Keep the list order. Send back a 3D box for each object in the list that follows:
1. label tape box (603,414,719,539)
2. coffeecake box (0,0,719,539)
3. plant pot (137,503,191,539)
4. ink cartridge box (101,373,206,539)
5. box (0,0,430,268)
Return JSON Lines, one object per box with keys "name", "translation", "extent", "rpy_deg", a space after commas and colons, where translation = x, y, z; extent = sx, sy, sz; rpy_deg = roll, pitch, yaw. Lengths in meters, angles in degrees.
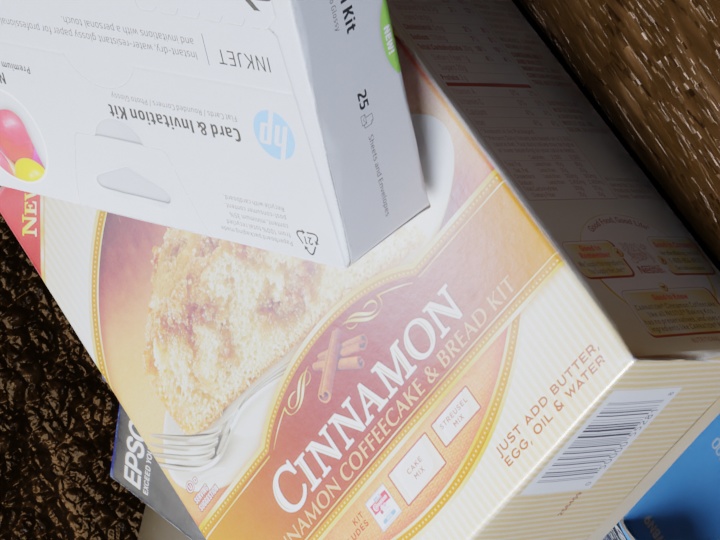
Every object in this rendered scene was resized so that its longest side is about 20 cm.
{"name": "label tape box", "translation": [0.117, 0.093, 0.952], "extent": [0.145, 0.063, 0.200], "rpy_deg": [59, 177, -24]}
{"name": "coffeecake box", "translation": [0.000, 0.000, 0.866], "extent": [0.073, 0.154, 0.200], "rpy_deg": [-1, -132, -49]}
{"name": "plant pot", "translation": [0.006, 0.066, 1.103], "extent": [0.200, 0.199, 0.174], "rpy_deg": [-141, 52, -82]}
{"name": "ink cartridge box", "translation": [-0.026, 0.056, 0.981], "extent": [0.200, 0.039, 0.100], "rpy_deg": [35, 133, 31]}
{"name": "box", "translation": [-0.068, -0.107, 0.791], "extent": [0.155, 0.041, 0.201], "rpy_deg": [13, 126, 41]}
